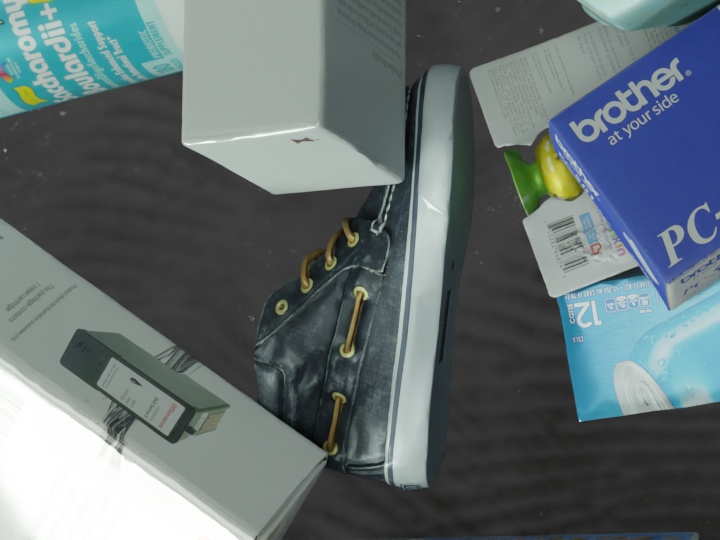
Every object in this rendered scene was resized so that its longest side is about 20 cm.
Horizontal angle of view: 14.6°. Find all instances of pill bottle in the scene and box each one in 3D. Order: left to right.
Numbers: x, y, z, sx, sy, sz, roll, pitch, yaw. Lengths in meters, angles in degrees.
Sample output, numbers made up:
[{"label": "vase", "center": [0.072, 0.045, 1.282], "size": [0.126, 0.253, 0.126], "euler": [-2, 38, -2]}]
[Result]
[{"label": "pill bottle", "center": [-0.156, -0.132, 1.324], "size": [0.199, 0.111, 0.112], "euler": [-14, 92, 15]}]

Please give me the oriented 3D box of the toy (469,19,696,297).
[{"label": "toy", "center": [0.161, -0.070, 1.282], "size": [0.199, 0.047, 0.116], "euler": [-20, 73, 1]}]

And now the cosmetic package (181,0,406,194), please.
[{"label": "cosmetic package", "center": [-0.028, -0.145, 1.267], "size": [0.071, 0.101, 0.202], "euler": [-5, 76, 22]}]

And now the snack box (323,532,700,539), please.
[{"label": "snack box", "center": [0.058, 0.141, 1.321], "size": [0.198, 0.072, 0.025], "euler": [-3, 94, 14]}]

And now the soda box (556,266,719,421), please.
[{"label": "soda box", "center": [0.194, 0.020, 1.279], "size": [0.198, 0.068, 0.065], "euler": [-10, 93, 14]}]

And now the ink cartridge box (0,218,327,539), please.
[{"label": "ink cartridge box", "center": [-0.136, 0.098, 1.333], "size": [0.199, 0.084, 0.146], "euler": [35, 127, 7]}]

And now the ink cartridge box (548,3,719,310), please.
[{"label": "ink cartridge box", "center": [0.190, -0.078, 1.231], "size": [0.199, 0.044, 0.094], "euler": [-34, 71, -3]}]

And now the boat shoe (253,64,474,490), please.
[{"label": "boat shoe", "center": [0.000, 0.000, 1.321], "size": [0.090, 0.071, 0.202], "euler": [8, 98, 11]}]

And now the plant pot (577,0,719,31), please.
[{"label": "plant pot", "center": [0.135, -0.215, 1.205], "size": [0.196, 0.196, 0.201], "euler": [38, 108, 13]}]
